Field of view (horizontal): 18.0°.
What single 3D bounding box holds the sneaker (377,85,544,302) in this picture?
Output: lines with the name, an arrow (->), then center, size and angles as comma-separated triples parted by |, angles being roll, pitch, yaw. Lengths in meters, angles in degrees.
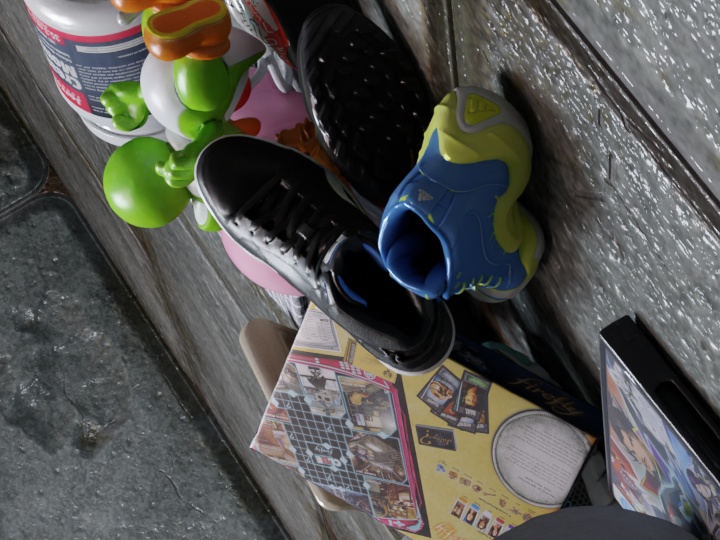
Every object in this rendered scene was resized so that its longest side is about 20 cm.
sneaker -> 0.048, -0.018, 1.298 | 0.076, 0.105, 0.200 | 30, 157, 23

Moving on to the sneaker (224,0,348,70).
sneaker -> -0.070, -0.216, 1.448 | 0.108, 0.067, 0.202 | 40, 161, 54

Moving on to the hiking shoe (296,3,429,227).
hiking shoe -> 0.007, -0.079, 1.441 | 0.201, 0.076, 0.101 | 63, 166, -21

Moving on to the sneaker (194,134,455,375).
sneaker -> -0.022, -0.022, 1.364 | 0.200, 0.073, 0.112 | 40, 176, 9

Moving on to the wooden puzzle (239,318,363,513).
wooden puzzle -> -0.007, 0.134, 1.890 | 0.200, 0.037, 0.186 | 16, -140, -53

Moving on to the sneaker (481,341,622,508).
sneaker -> 0.117, 0.143, 1.496 | 0.201, 0.091, 0.078 | 60, 169, -2

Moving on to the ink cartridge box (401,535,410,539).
ink cartridge box -> 0.101, 0.320, 1.776 | 0.147, 0.145, 0.201 | -12, 115, 38

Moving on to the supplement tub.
supplement tub -> -0.197, -0.206, 1.881 | 0.141, 0.140, 0.200 | 54, 168, 29

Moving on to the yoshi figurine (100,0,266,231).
yoshi figurine -> -0.128, -0.096, 1.477 | 0.111, 0.113, 0.201 | 12, 138, 17

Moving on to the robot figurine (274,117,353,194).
robot figurine -> 0.000, 0.000, 1.523 | 0.201, 0.058, 0.145 | 60, -166, -16

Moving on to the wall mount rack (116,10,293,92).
wall mount rack -> -0.108, -0.183, 1.581 | 0.174, 0.074, 0.201 | -90, -18, -50

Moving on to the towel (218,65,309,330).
towel -> -0.067, -0.047, 1.862 | 0.166, 0.085, 0.200 | 50, 166, 40

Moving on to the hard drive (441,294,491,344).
hard drive -> 0.058, 0.061, 1.685 | 0.135, 0.042, 0.200 | 56, 168, 19

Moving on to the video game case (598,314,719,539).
video game case -> 0.197, 0.143, 1.293 | 0.181, 0.025, 0.200 | 54, 169, 30

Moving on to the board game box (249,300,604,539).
board game box -> 0.042, 0.103, 1.448 | 0.199, 0.035, 0.136 | 29, 120, 9

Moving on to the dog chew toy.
dog chew toy -> -0.060, -0.074, 1.672 | 0.125, 0.124, 0.200 | 70, 173, -46

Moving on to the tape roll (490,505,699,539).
tape roll -> 0.129, 0.233, 1.245 | 0.201, 0.200, 0.066 | 54, 166, 27
